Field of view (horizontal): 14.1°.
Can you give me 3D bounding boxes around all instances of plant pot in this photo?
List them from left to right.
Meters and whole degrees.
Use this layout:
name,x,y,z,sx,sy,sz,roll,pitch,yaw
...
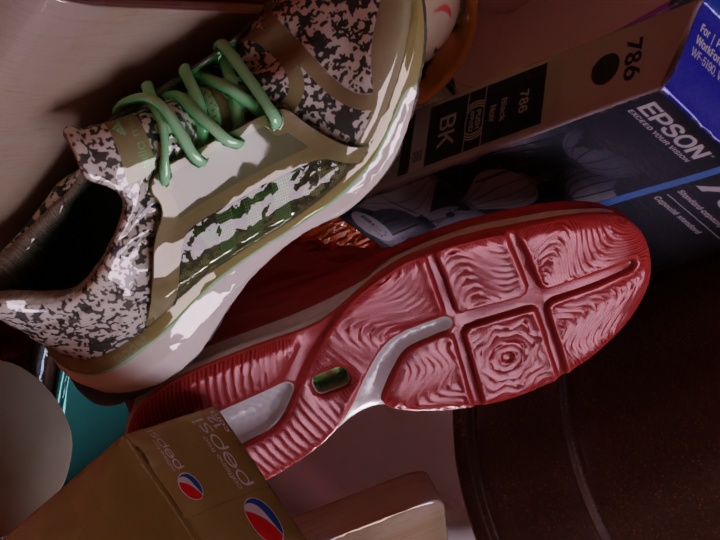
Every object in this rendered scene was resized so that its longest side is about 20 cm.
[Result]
name,x,y,z,sx,sy,sz,roll,pitch,yaw
plant pot,0.173,0.060,1.127,0.198,0.202,0.200,-30,160,37

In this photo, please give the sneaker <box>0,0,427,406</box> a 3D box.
name,x,y,z,sx,sy,sz,roll,pitch,yaw
sneaker,-0.056,-0.038,0.976,0.200,0.077,0.088,-50,148,15

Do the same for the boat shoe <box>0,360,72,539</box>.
name,x,y,z,sx,sy,sz,roll,pitch,yaw
boat shoe,-0.176,0.097,1.054,0.063,0.071,0.200,-42,-178,37

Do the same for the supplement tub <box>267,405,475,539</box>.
name,x,y,z,sx,sy,sz,roll,pitch,yaw
supplement tub,-0.036,0.136,1.272,0.145,0.146,0.201,-3,135,-45

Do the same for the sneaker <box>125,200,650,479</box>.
name,x,y,z,sx,sy,sz,roll,pitch,yaw
sneaker,0.000,0.000,1.071,0.199,0.116,0.079,-18,127,-2

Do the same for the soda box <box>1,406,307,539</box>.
name,x,y,z,sx,sy,sz,roll,pitch,yaw
soda box,-0.114,0.133,1.022,0.200,0.064,0.068,-41,168,24

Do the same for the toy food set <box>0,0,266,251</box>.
name,x,y,z,sx,sy,sz,roll,pitch,yaw
toy food set,-0.105,-0.057,1.027,0.199,0.060,0.144,-6,138,-56

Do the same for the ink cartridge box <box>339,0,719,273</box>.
name,x,y,z,sx,sy,sz,roll,pitch,yaw
ink cartridge box,0.094,-0.040,1.073,0.199,0.039,0.099,-21,137,38

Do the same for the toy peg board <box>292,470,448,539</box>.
name,x,y,z,sx,sy,sz,roll,pitch,yaw
toy peg board,-0.039,0.206,1.152,0.199,0.098,0.200,-20,141,-11

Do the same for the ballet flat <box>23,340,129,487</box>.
name,x,y,z,sx,sy,sz,roll,pitch,yaw
ballet flat,-0.113,0.083,1.179,0.074,0.074,0.202,-14,111,-35

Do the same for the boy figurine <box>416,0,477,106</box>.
name,x,y,z,sx,sy,sz,roll,pitch,yaw
boy figurine,0.053,-0.146,1.054,0.200,0.064,0.124,-49,157,15

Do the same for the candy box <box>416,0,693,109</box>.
name,x,y,z,sx,sy,sz,roll,pitch,yaw
candy box,0.104,-0.068,1.209,0.167,0.072,0.200,-30,149,-13
